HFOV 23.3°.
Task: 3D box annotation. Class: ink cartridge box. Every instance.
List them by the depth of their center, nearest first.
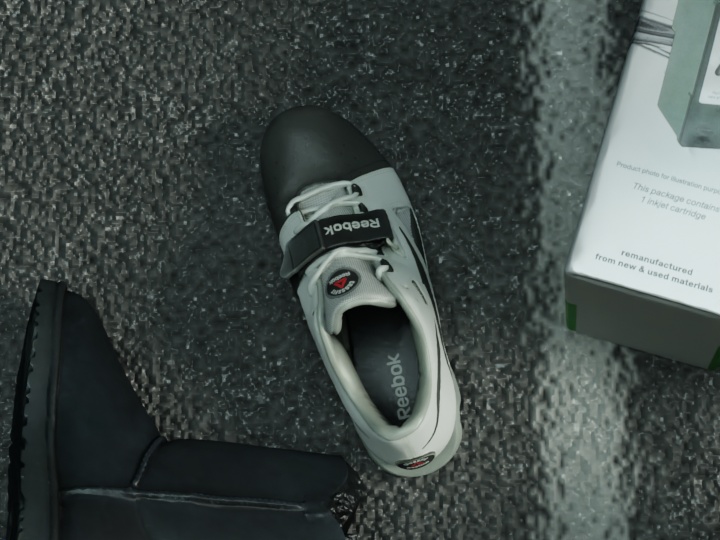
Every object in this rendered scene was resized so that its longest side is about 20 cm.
[{"bbox_3d":[0.163,-0.068,0.831,0.083,0.146,0.202,16,80,10],"label":"ink cartridge box"}]

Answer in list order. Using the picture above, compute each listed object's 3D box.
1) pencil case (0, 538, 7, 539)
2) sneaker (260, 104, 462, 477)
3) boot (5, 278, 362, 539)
[{"bbox_3d":[-0.120,0.211,0.839,0.199,0.078,0.087,37,75,12],"label":"pencil case"},{"bbox_3d":[0.000,0.000,0.866,0.074,0.089,0.201,-24,76,3],"label":"sneaker"},{"bbox_3d":[-0.088,0.097,0.861,0.167,0.077,0.201,7,43,-16],"label":"boot"}]
